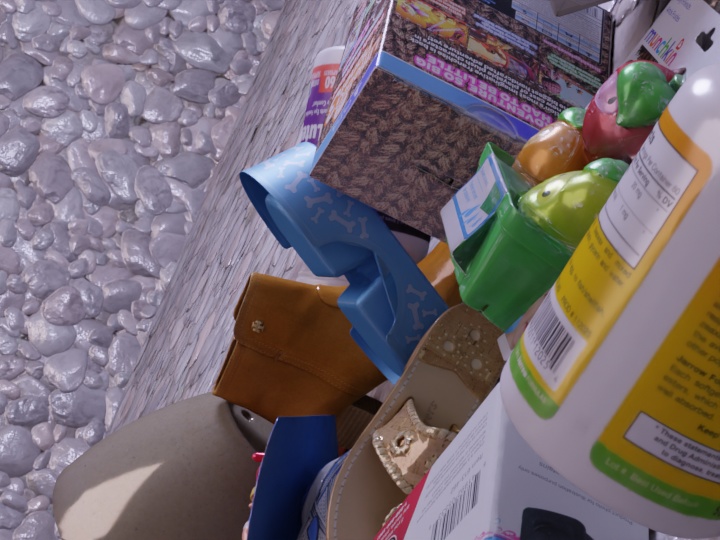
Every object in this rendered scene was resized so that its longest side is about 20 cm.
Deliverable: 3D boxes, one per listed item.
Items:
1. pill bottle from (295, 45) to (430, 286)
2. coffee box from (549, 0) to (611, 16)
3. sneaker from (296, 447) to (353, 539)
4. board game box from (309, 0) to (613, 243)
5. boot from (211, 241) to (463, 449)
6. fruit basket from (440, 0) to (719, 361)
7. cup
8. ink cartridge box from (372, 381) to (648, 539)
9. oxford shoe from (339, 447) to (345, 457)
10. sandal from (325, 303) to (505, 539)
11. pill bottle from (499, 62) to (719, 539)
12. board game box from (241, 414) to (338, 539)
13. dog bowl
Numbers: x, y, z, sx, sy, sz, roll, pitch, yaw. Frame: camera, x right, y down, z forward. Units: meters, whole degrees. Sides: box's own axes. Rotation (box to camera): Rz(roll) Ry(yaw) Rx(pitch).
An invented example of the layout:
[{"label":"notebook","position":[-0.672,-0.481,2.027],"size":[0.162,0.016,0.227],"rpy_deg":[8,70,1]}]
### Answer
[{"label":"pill bottle","position":[0.004,-0.062,1.278],"size":[0.111,0.111,0.201],"rpy_deg":[166,114,-76]},{"label":"coffee box","position":[0.157,-0.240,1.050],"size":[0.114,0.080,0.200],"rpy_deg":[-16,25,8]},{"label":"sneaker","position":[-0.008,0.176,1.039],"size":[0.085,0.077,0.200],"rpy_deg":[-50,18,36]},{"label":"board game box","position":[0.071,-0.119,1.100],"size":[0.097,0.159,0.200],"rpy_deg":[-55,14,39]},{"label":"boot","position":[-0.011,0.028,1.191],"size":[0.202,0.144,0.071],"rpy_deg":[-62,12,9]},{"label":"fruit basket","position":[0.126,-0.061,0.904],"size":[0.200,0.094,0.185],"rpy_deg":[-57,13,17]},{"label":"cup","position":[-0.105,0.171,1.246],"size":[0.143,0.200,0.200],"rpy_deg":[-46,16,17]},{"label":"ink cartridge box","position":[0.054,0.173,0.730],"size":[0.146,0.083,0.200],"rpy_deg":[-55,15,38]},{"label":"oxford shoe","position":[-0.064,0.152,1.340],"size":[0.200,0.072,0.071],"rpy_deg":[-55,14,39]},{"label":"sandal","position":[0.042,0.097,0.973],"size":[0.212,0.077,0.070],"rpy_deg":[-65,4,-32]},{"label":"pill bottle","position":[0.147,-0.007,0.632],"size":[0.200,0.111,0.111],"rpy_deg":[-60,12,21]},{"label":"board game box","position":[-0.061,0.173,1.114],"size":[0.200,0.039,0.158],"rpy_deg":[15,-99,-74]},{"label":"dog bowl","position":[0.000,0.000,1.109],"size":[0.050,0.200,0.111],"rpy_deg":[-38,8,-10]}]
